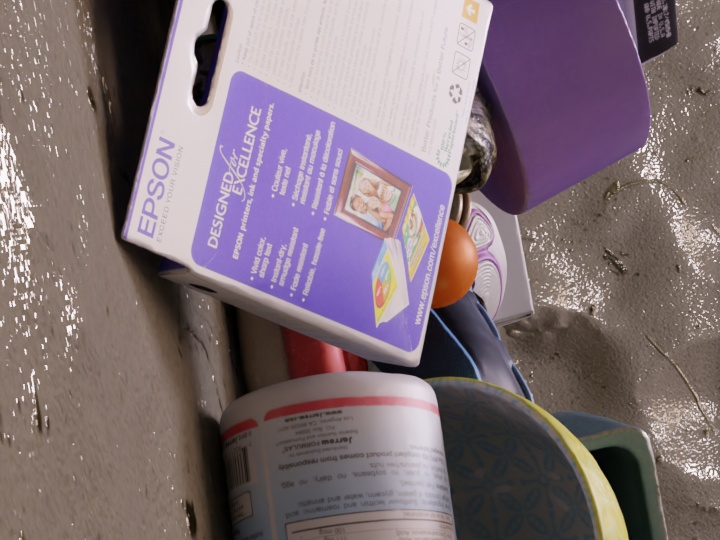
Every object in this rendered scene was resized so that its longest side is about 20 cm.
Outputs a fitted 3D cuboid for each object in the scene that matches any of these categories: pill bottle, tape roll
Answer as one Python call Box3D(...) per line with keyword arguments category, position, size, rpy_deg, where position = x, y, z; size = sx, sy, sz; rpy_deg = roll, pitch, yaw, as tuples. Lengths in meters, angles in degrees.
Box3D(category="pill bottle", position=(-0.004, 0.156, 1.066), size=(0.109, 0.109, 0.200), rpy_deg=(56, 25, -72))
Box3D(category="tape roll", position=(0.079, -0.138, 1.278), size=(0.200, 0.085, 0.200), rpy_deg=(60, -9, 16))

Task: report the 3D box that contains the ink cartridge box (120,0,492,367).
Box3D(category="ink cartridge box", position=(-0.030, -0.076, 1.054), size=(0.200, 0.043, 0.198), rpy_deg=(25, 72, -43))

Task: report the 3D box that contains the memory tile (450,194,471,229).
Box3D(category="memory tile", position=(0.047, -0.079, 1.508), size=(0.200, 0.017, 0.153), rpy_deg=(-61, -147, 13))

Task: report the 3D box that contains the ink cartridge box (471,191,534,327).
Box3D(category="ink cartridge box", position=(0.054, -0.043, 1.671), size=(0.200, 0.083, 0.146), rpy_deg=(-139, -144, -71))

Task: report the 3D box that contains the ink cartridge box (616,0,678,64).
Box3D(category="ink cartridge box", position=(0.104, -0.240, 1.229), size=(0.200, 0.047, 0.198), rpy_deg=(58, -6, 32))

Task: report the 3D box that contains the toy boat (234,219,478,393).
Box3D(category="toy boat", position=(0.000, 0.000, 1.223), size=(0.131, 0.131, 0.200), rpy_deg=(59, 22, -71))

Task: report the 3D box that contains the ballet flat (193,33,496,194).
Box3D(category="ballet flat", position=(-0.007, -0.073, 1.145), size=(0.200, 0.072, 0.072), rpy_deg=(9, 64, -36))

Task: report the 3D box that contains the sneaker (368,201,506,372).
Box3D(category="sneaker", position=(0.040, 0.042, 1.543), size=(0.075, 0.100, 0.200), rpy_deg=(-6, 116, -42))

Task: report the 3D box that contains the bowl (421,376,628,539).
Box3D(category="bowl", position=(0.066, 0.161, 1.150), size=(0.108, 0.200, 0.200), rpy_deg=(17, 60, -53))

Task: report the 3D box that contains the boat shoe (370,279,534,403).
Box3D(category="boat shoe", position=(0.038, 0.038, 1.297), size=(0.069, 0.084, 0.200), rpy_deg=(21, 31, -38))

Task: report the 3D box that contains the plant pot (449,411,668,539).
Box3D(category="plant pot", position=(0.070, 0.187, 1.321), size=(0.200, 0.196, 0.196), rpy_deg=(-136, -146, -80))

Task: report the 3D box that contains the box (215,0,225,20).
Box3D(category="box", position=(-0.027, -0.232, 1.174), size=(0.164, 0.086, 0.200), rpy_deg=(-111, -153, -61))
